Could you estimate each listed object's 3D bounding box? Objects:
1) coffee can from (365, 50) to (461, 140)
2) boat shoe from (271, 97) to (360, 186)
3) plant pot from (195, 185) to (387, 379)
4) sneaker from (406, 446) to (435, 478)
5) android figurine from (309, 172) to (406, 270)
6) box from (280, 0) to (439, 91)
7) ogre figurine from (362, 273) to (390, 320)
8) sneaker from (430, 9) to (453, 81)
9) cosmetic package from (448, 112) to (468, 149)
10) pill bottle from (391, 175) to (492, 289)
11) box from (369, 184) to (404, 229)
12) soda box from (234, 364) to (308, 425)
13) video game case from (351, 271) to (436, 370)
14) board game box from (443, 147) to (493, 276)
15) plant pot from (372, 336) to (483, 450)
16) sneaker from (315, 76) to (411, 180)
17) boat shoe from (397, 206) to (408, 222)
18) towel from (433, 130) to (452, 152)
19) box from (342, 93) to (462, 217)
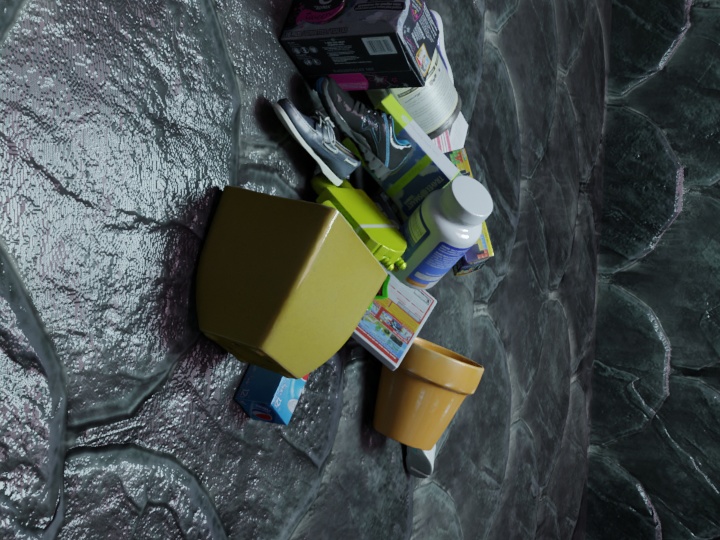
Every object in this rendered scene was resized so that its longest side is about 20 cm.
[{"bbox_3d":[0.075,-0.341,1.518,0.200,0.145,0.147,54,47,-44],"label":"coffee can"},{"bbox_3d":[-0.063,-0.205,1.339,0.062,0.075,0.200,-38,135,6],"label":"boat shoe"},{"bbox_3d":[-0.111,0.030,1.198,0.194,0.194,0.202,49,59,-53],"label":"plant pot"},{"bbox_3d":[0.122,0.334,1.817,0.080,0.070,0.202,-60,150,-55],"label":"sneaker"},{"bbox_3d":[0.002,-0.078,1.417,0.041,0.200,0.182,-46,164,22],"label":"android figurine"},{"bbox_3d":[0.002,-0.363,1.336,0.132,0.198,0.116,50,49,-53],"label":"box"},{"bbox_3d":[0.000,0.000,1.485,0.200,0.097,0.121,-121,-160,-58],"label":"ogre figurine"},{"bbox_3d":[0.098,-0.388,1.643,0.146,0.080,0.202,-25,113,-40],"label":"sneaker"},{"bbox_3d":[0.176,-0.244,1.846,0.083,0.050,0.202,48,52,-57],"label":"cosmetic package"},{"bbox_3d":[0.134,-0.065,1.460,0.111,0.200,0.113,19,47,-22],"label":"pill bottle"},{"bbox_3d":[0.109,-0.103,1.666,0.201,0.049,0.162,54,45,-18],"label":"box"},{"bbox_3d":[-0.113,0.130,1.326,0.064,0.067,0.201,61,42,-46],"label":"soda box"},{"bbox_3d":[0.048,0.072,1.581,0.143,0.017,0.200,40,44,-3],"label":"video game case"},{"bbox_3d":[0.180,-0.102,1.592,0.165,0.056,0.202,89,-13,-81],"label":"board game box"},{"bbox_3d":[0.111,0.233,1.663,0.200,0.199,0.185,19,93,-61],"label":"plant pot"},{"bbox_3d":[0.004,-0.241,1.396,0.200,0.082,0.073,49,7,-31],"label":"sneaker"},{"bbox_3d":[0.084,-0.162,1.578,0.073,0.063,0.202,-19,83,-46],"label":"boat shoe"},{"bbox_3d":[0.126,-0.288,1.723,0.199,0.030,0.148,16,62,-58],"label":"towel"},{"bbox_3d":[0.075,-0.186,1.488,0.200,0.122,0.048,48,41,-3],"label":"box"}]
